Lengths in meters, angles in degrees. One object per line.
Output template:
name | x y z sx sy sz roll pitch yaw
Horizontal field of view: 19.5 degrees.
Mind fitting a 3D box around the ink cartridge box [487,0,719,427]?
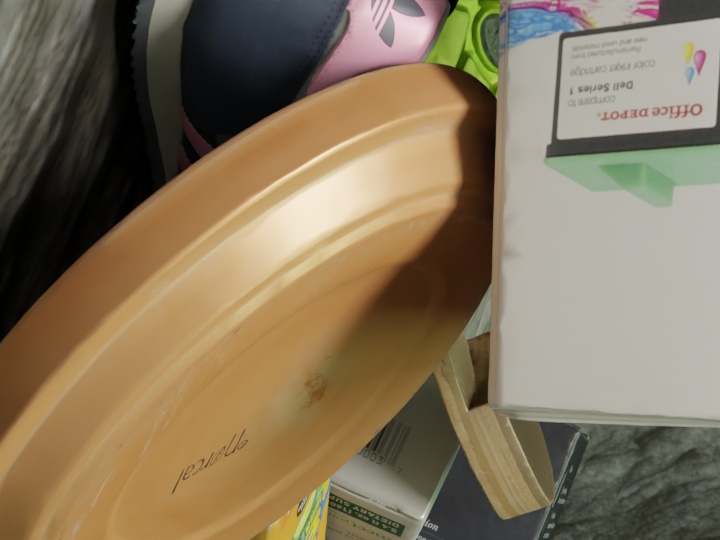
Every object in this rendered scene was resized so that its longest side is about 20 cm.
ink cartridge box | 0.092 -0.067 0.572 0.145 0.083 0.202 -22 114 -71

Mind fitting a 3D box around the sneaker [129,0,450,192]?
sneaker | -0.014 -0.038 0.614 0.200 0.081 0.071 83 28 -71

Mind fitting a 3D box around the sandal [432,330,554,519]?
sandal | -0.001 0.002 0.741 0.078 0.069 0.213 -76 144 -68

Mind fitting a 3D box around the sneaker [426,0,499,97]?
sneaker | 0.034 -0.084 0.734 0.200 0.083 0.074 40 77 -49

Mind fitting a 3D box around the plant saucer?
plant saucer | -0.030 0.029 0.566 0.200 0.032 0.201 -36 159 -16

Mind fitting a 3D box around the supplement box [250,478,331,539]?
supplement box | -0.051 0.104 0.772 0.201 0.068 0.067 92 19 -56

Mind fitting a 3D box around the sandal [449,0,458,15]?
sandal | 0.029 -0.166 0.556 0.075 0.045 0.202 -58 147 -59

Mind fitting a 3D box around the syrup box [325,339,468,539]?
syrup box | -0.009 0.089 0.876 0.200 0.078 0.082 107 9 -63

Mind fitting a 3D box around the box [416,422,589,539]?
box | 0.075 0.186 1.509 0.197 0.117 0.202 41 72 -80
